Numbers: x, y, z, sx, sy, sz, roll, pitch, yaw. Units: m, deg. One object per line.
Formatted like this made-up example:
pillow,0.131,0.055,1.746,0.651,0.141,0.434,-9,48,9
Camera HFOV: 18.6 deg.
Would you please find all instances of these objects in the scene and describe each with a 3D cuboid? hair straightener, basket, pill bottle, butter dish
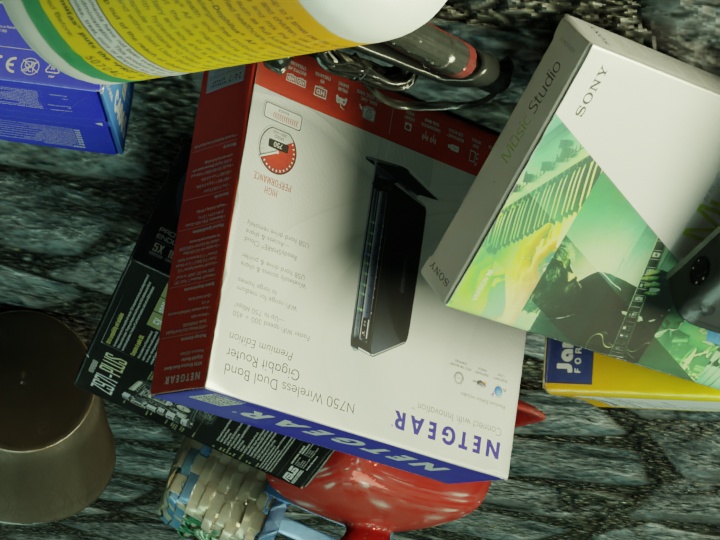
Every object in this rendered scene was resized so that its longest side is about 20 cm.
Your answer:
hair straightener,-0.009,-0.113,1.004,0.200,0.041,0.077,15,163,-39
basket,-0.075,0.210,1.953,0.200,0.139,0.176,19,162,-3
basket,-0.272,0.113,1.738,0.180,0.136,0.200,15,160,-8
pill bottle,-0.031,-0.133,0.792,0.200,0.113,0.113,-5,160,37
butter dish,0.012,0.153,1.704,0.199,0.148,0.200,17,162,-31

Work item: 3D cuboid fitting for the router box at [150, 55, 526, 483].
router box,0.000,0.000,1.118,0.200,0.180,0.049,19,161,-36

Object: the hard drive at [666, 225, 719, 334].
hard drive,0.259,-0.027,1.013,0.139,0.033,0.200,18,135,-31

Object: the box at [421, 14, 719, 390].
box,0.146,-0.025,1.055,0.200,0.145,0.036,17,-158,-29

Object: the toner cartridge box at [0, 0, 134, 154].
toner cartridge box,-0.219,-0.105,1.106,0.200,0.043,0.095,8,165,2

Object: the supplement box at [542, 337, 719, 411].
supplement box,0.211,0.021,1.194,0.200,0.110,0.109,1,173,20

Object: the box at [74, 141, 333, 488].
box,-0.067,0.032,1.310,0.164,0.086,0.200,24,152,-5
